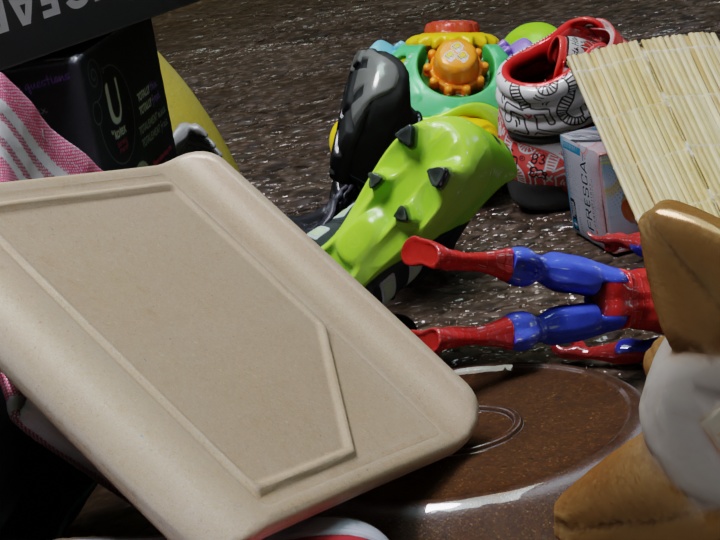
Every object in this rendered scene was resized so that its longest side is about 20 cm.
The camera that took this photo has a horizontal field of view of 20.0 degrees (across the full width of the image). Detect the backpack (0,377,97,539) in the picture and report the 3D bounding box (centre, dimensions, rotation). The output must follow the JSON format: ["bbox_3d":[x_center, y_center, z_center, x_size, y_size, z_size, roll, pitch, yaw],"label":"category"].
[{"bbox_3d":[-0.201,0.069,0.816,0.153,0.176,0.200,-32,13,2],"label":"backpack"}]

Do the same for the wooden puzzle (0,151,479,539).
[{"bbox_3d":[-0.065,0.028,0.804,0.185,0.037,0.200,42,28,17],"label":"wooden puzzle"}]

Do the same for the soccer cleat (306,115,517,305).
[{"bbox_3d":[0.000,0.000,1.034,0.200,0.068,0.081,-43,-27,23],"label":"soccer cleat"}]

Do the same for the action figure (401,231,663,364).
[{"bbox_3d":[0.098,0.012,0.991,0.199,0.066,0.099,1,0,-29],"label":"action figure"}]

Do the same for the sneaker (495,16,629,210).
[{"bbox_3d":[0.182,-0.107,1.269,0.200,0.108,0.067,-11,37,4],"label":"sneaker"}]

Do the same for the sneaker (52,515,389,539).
[{"bbox_3d":[-0.069,0.137,0.701,0.199,0.072,0.112,-11,13,-12],"label":"sneaker"}]

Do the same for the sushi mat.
[{"bbox_3d":[0.187,-0.065,1.146,0.095,0.012,0.201,-10,46,-6],"label":"sushi mat"}]

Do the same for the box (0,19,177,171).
[{"bbox_3d":[-0.152,-0.018,1.033,0.105,0.201,0.122,-6,16,13],"label":"box"}]

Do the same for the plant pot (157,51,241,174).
[{"bbox_3d":[-0.172,-0.070,1.322,0.199,0.143,0.200,-9,17,3],"label":"plant pot"}]

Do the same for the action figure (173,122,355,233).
[{"bbox_3d":[-0.099,-0.011,1.146,0.199,0.120,0.102,6,31,19],"label":"action figure"}]

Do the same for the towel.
[{"bbox_3d":[-0.107,0.017,0.869,0.030,0.146,0.201,-33,47,17],"label":"towel"}]

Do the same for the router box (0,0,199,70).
[{"bbox_3d":[-0.193,-0.133,0.989,0.157,0.053,0.200,4,23,41],"label":"router box"}]

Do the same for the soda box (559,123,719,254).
[{"bbox_3d":[0.225,-0.069,1.218,0.199,0.064,0.068,-14,17,-13],"label":"soda box"}]

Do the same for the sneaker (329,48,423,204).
[{"bbox_3d":[0.022,-0.062,1.166,0.079,0.076,0.200,12,-24,3],"label":"sneaker"}]

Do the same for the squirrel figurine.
[{"bbox_3d":[0.203,0.048,0.784,0.199,0.143,0.186,18,19,32],"label":"squirrel figurine"}]

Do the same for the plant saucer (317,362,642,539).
[{"bbox_3d":[0.045,0.082,0.880,0.199,0.035,0.200,-10,17,3],"label":"plant saucer"}]

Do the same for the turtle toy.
[{"bbox_3d":[0.079,-0.119,1.390,0.199,0.102,0.145,-6,8,-42],"label":"turtle toy"}]

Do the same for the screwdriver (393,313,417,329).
[{"bbox_3d":[0.005,0.048,0.981,0.028,0.029,0.200,24,14,5],"label":"screwdriver"}]
